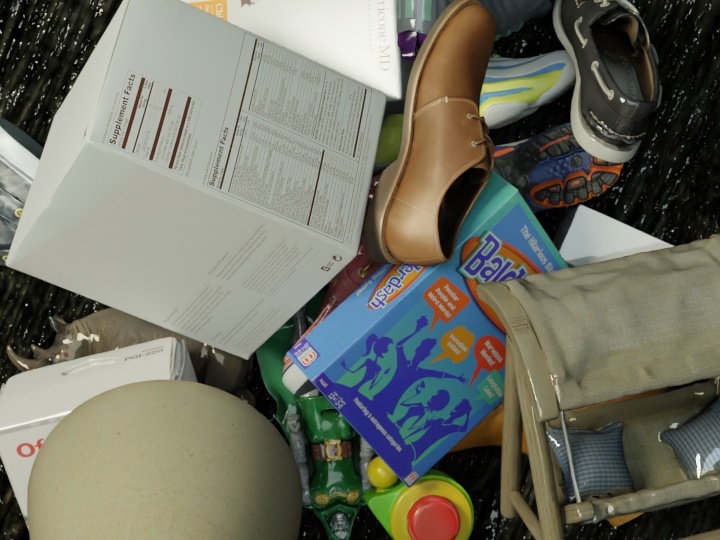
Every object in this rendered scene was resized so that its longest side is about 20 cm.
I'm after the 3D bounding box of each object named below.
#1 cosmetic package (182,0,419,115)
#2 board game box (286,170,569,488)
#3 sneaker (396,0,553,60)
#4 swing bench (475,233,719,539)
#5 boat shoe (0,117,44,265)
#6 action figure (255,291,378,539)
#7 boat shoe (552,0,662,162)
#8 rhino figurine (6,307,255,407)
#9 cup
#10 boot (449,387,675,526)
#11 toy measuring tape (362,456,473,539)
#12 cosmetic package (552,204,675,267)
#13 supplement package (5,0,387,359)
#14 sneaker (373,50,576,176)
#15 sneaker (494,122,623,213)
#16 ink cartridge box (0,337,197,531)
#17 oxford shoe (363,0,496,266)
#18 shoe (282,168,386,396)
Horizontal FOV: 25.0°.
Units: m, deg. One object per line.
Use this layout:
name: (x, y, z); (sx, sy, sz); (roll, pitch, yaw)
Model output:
cosmetic package: (-0.053, -0.166, 1.242); (0.199, 0.071, 0.102); (-4, 87, 20)
board game box: (0.064, 0.045, 1.194); (0.200, 0.045, 0.152); (-43, 131, -4)
sneaker: (0.081, -0.191, 1.230); (0.074, 0.200, 0.088); (9, 96, 35)
swing bench: (0.202, 0.095, 1.154); (0.198, 0.130, 0.201); (-12, 113, -11)
boat shoe: (-0.238, -0.025, 1.277); (0.200, 0.071, 0.091); (40, 98, 2)
action figure: (-0.024, 0.117, 1.281); (0.118, 0.055, 0.201); (-6, 93, -4)
boat shoe: (0.190, -0.171, 1.230); (0.074, 0.060, 0.201); (16, 47, -11)
rhino figurine: (-0.178, 0.074, 1.273); (0.199, 0.060, 0.088); (8, 95, -3)
cup: (-0.137, 0.197, 1.115); (0.199, 0.143, 0.201); (-1, 115, -3)
boot: (0.160, 0.142, 1.273); (0.201, 0.071, 0.144); (-29, 95, 3)
toy measuring tape: (0.076, 0.221, 1.275); (0.073, 0.074, 0.200); (-37, 99, -1)
cosmetic package: (0.247, 0.012, 1.269); (0.199, 0.083, 0.051); (24, 88, 1)
supplement package: (-0.119, -0.065, 1.168); (0.199, 0.191, 0.148); (23, 55, -18)
sneaker: (0.071, -0.153, 1.273); (0.199, 0.076, 0.105); (-23, 89, 0)
sneaker: (0.113, -0.066, 1.276); (0.199, 0.078, 0.076); (-11, 94, 16)
ink cartridge box: (-0.176, 0.166, 1.222); (0.145, 0.085, 0.201); (-14, 112, 2)
oxford shoe: (0.068, -0.095, 1.138); (0.071, 0.071, 0.201); (9, 80, 36)
shoe: (0.000, 0.000, 1.229); (0.200, 0.071, 0.091); (-42, 78, -1)
